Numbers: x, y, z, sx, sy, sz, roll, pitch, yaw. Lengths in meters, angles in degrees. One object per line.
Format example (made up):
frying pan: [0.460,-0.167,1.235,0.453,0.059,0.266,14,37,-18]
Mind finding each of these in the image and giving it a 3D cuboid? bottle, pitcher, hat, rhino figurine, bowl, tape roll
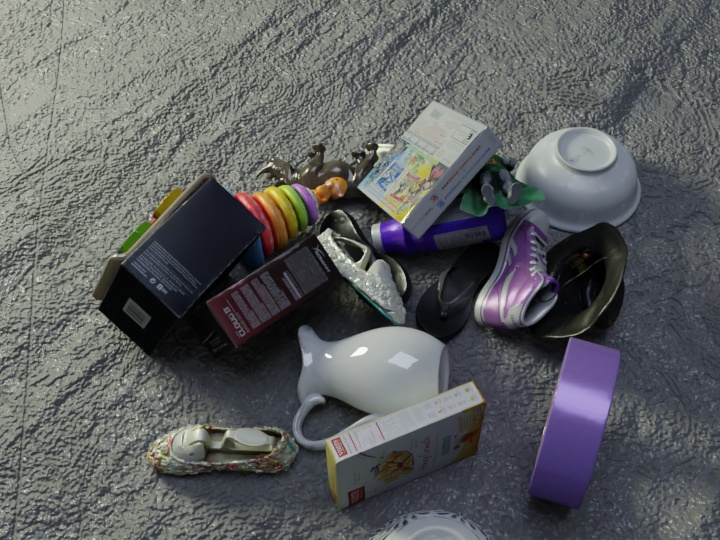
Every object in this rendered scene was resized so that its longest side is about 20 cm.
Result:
bottle: [0.118,-0.065,1.418,0.200,0.084,0.065,-10,72,13]
pitcher: [0.011,0.158,1.250,0.200,0.121,0.172,1,70,16]
hat: [0.322,0.033,1.334,0.081,0.201,0.201,38,51,-24]
rhino figurine: [-0.069,-0.155,1.510,0.200,0.060,0.088,-2,75,1]
bowl: [0.350,-0.163,1.492,0.201,0.090,0.201,-1,52,1]
tape roll: [0.262,0.186,1.157,0.066,0.200,0.200,15,54,13]
bowl: [0.089,0.357,1.098,0.200,0.094,0.201,0,54,1]

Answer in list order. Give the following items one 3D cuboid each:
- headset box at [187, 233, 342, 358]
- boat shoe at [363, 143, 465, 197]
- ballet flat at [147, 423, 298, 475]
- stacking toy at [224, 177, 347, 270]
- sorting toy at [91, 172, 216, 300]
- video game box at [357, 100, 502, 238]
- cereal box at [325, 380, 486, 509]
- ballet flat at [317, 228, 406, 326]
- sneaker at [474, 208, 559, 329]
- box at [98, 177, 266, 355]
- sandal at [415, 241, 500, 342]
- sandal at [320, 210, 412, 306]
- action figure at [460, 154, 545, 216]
headset box: [-0.142,0.043,1.300,0.200,0.149,0.077,-35,92,-23]
boat shoe: [0.095,-0.156,1.518,0.200,0.068,0.072,16,94,25]
ballet flat: [-0.181,0.225,1.224,0.200,0.064,0.076,-3,53,0]
stacking toy: [-0.107,-0.094,1.439,0.200,0.110,0.116,-27,48,-20]
sorting toy: [-0.306,-0.052,1.369,0.036,0.185,0.200,44,59,-3]
video game box: [0.097,-0.153,1.394,0.182,0.047,0.200,-46,27,2]
cereal box: [0.055,0.220,1.173,0.200,0.144,0.040,-21,56,-13]
ballet flat: [0.000,0.000,1.310,0.072,0.072,0.200,-36,52,-24]
sneaker: [0.251,-0.002,1.345,0.114,0.073,0.201,-3,57,52]
box: [-0.249,-0.002,1.301,0.104,0.200,0.182,44,59,-4]
sandal: [0.143,0.021,1.384,0.076,0.043,0.200,25,57,19]
sandal: [-0.002,-0.012,1.385,0.076,0.043,0.200,-53,56,13]
action figure: [0.194,-0.140,1.380,0.118,0.055,0.200,-3,23,0]
